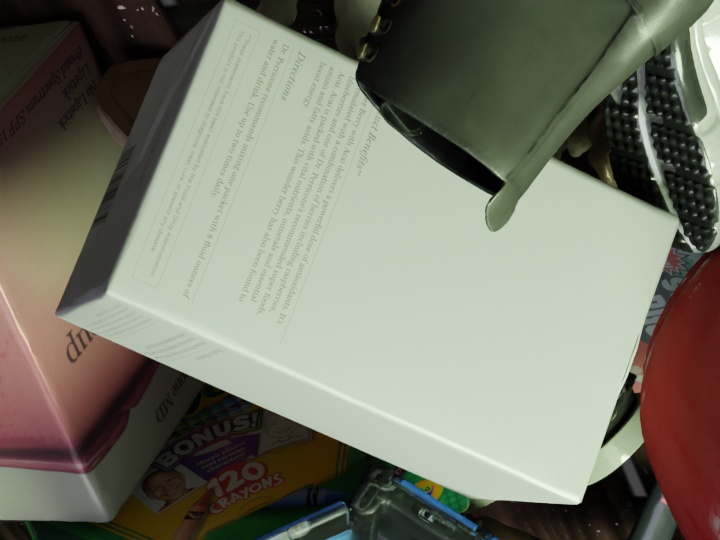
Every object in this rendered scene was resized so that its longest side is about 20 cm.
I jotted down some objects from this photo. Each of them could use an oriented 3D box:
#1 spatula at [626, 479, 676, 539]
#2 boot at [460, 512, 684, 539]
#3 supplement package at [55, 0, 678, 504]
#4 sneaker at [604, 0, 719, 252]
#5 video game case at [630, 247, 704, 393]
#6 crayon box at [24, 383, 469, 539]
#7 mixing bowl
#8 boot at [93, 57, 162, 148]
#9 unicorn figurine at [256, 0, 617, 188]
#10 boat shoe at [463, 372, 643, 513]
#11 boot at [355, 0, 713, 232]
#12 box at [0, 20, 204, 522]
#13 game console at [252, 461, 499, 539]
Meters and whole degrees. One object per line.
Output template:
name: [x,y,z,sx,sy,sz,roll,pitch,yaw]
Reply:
spatula: [0.147,0.081,0.921,0.056,0.021,0.202,13,110,-14]
boot: [0.154,0.144,1.002,0.198,0.065,0.186,-9,165,13]
supplement package: [0.000,0.000,0.791,0.199,0.122,0.120,25,167,-14]
sneaker: [0.128,-0.109,0.765,0.073,0.080,0.202,29,142,45]
video game case: [0.173,0.008,0.923,0.198,0.018,0.143,-11,133,35]
crayon box: [-0.061,0.107,0.984,0.198,0.119,0.059,-25,123,-11]
mixing bowl: [0.186,0.044,0.818,0.108,0.200,0.201,40,155,32]
boot: [-0.026,-0.018,0.950,0.199,0.071,0.147,24,157,15]
unicorn figurine: [0.028,-0.094,0.829,0.198,0.074,0.138,1,142,-2]
boat shoe: [0.069,0.077,1.014,0.061,0.072,0.201,48,148,-10]
boot: [0.019,-0.123,0.676,0.200,0.139,0.078,39,174,23]
box: [-0.166,0.002,0.946,0.108,0.128,0.201,-2,125,28]
game console: [-0.001,0.181,0.898,0.170,0.119,0.200,31,156,13]
